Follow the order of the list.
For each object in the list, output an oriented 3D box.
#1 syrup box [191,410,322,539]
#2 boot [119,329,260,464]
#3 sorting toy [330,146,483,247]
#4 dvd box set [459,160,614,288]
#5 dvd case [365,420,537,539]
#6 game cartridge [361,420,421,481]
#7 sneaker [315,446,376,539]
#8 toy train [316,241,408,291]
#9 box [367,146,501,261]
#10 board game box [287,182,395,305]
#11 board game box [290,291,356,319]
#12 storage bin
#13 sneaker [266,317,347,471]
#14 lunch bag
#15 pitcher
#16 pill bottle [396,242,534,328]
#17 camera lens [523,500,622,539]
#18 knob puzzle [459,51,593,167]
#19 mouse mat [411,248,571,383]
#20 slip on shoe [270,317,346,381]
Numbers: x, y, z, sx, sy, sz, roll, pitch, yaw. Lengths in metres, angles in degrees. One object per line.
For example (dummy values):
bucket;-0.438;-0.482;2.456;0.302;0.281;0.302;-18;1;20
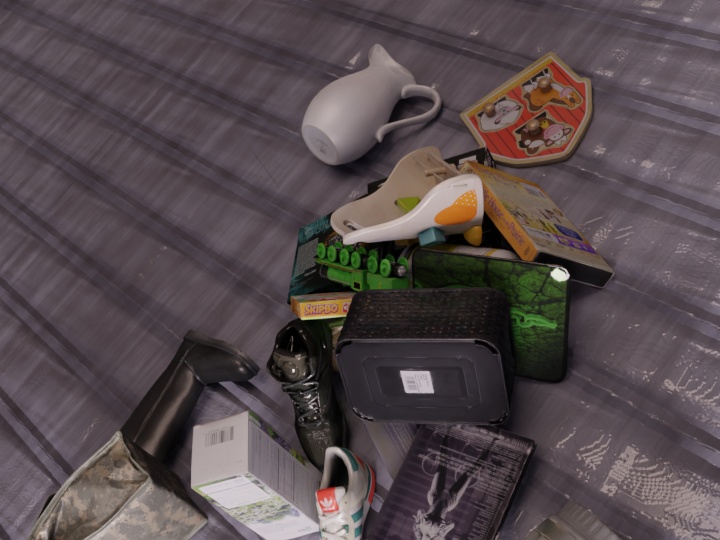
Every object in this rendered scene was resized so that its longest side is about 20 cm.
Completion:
syrup box;-0.120;0.255;1.177;0.078;0.200;0.083;-17;52;18
boot;-0.250;0.195;1.393;0.163;0.066;0.201;11;60;46
sorting toy;0.053;-0.076;1.264;0.177;0.109;0.200;-15;19;-6
dvd box set;0.225;-0.062;1.258;0.030;0.145;0.201;-57;41;25
dvd case;0.102;0.267;1.123;0.147;0.016;0.202;13;64;34
game cartridge;0.080;0.201;1.217;0.129;0.038;0.201;-37;46;6
sneaker;-0.030;0.307;1.159;0.069;0.094;0.202;-10;52;24
toy train;0.000;0.000;1.295;0.199;0.041;0.058;15;107;56
box;0.103;-0.081;1.405;0.197;0.049;0.162;-16;48;21
board game box;-0.025;-0.034;1.413;0.198;0.028;0.137;-24;47;40
board game box;-0.042;0.046;1.304;0.094;0.200;0.031;-4;89;-8
storage bin;0.081;0.103;1.159;0.196;0.137;0.094;-2;38;18
sneaker;-0.072;0.160;1.245;0.075;0.114;0.203;-9;83;21
lunch bag;-0.327;0.337;1.264;0.200;0.164;0.117;-44;52;-7
pitcher;0.017;-0.252;1.553;0.170;0.122;0.200;32;64;26
pill bottle;0.147;0.026;1.254;0.197;0.112;0.113;8;61;35
camera lens;0.192;0.351;0.946;0.200;0.160;0.160;-45;46;-7
knob puzzle;0.258;-0.232;1.441;0.216;0.031;0.222;-16;50;19
mouse mat;0.157;0.055;1.184;0.197;0.164;0.008;8;29;22
slip on shoe;-0.035;0.113;1.324;0.197;0.077;0.061;-19;33;8
